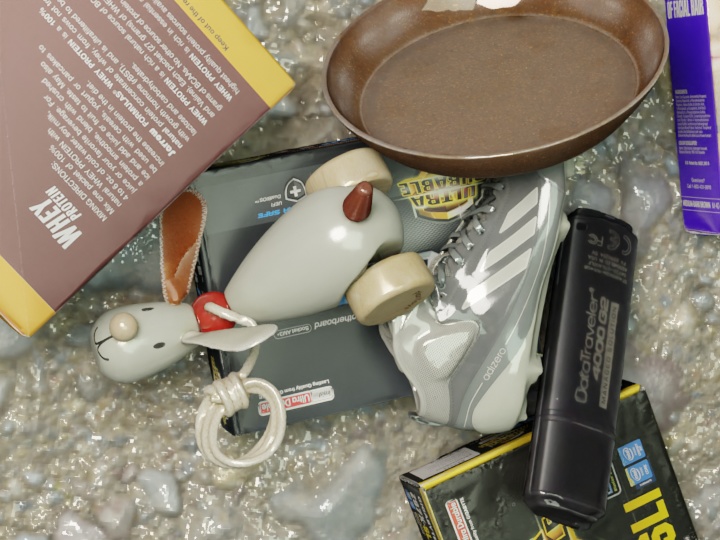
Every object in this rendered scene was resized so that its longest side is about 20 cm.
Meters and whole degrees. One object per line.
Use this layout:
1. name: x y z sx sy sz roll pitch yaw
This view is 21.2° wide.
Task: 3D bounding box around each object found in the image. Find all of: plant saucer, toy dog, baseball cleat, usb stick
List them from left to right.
1. toy dog: -0.051 0.001 1.056 0.132 0.096 0.200 42 77 18
2. baseball cleat: 0.066 -0.006 1.115 0.106 0.070 0.200 7 89 -12
3. plant saucer: 0.078 -0.112 1.109 0.200 0.200 0.035 -24 130 -13
4. usb stick: 0.135 0.058 1.170 0.055 0.033 0.200 19 65 -19

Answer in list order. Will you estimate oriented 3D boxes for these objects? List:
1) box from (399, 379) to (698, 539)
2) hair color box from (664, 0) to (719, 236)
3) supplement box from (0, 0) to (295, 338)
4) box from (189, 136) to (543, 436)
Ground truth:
1. box: 0.134 0.189 1.210 0.160 0.049 0.200 -23 100 -15
2. hair color box: 0.257 -0.128 1.213 0.109 0.065 0.200 -8 95 -15
3. supplement box: -0.185 -0.105 1.047 0.200 0.133 0.197 -45 105 -9
4. box: 0.000 0.000 1.155 0.200 0.046 0.159 -11 97 -16
